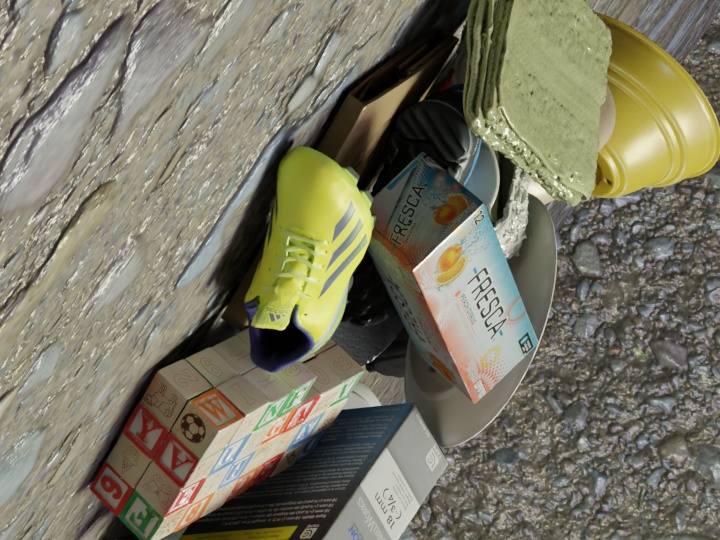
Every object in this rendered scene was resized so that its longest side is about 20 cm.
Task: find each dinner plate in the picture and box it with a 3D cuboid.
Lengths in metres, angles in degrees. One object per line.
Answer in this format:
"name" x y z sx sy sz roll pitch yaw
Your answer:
"dinner plate" 0.080 0.033 1.775 0.200 0.024 0.201 -46 -147 43

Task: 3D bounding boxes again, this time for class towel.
"towel" 0.122 -0.139 1.663 0.200 0.036 0.149 31 64 -57

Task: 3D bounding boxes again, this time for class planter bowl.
"planter bowl" 0.199 -0.122 2.033 0.084 0.200 0.201 -51 172 -24

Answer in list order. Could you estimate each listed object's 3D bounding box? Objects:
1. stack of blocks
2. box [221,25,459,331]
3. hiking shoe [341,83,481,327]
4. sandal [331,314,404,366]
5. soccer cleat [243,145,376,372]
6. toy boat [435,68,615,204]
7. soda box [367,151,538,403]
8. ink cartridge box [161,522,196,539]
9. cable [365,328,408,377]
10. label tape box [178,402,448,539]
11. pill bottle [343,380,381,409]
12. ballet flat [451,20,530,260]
"stack of blocks" -0.082 0.098 1.638 0.200 0.059 0.115 -25 152 -54
"box" -0.014 -0.064 1.638 0.200 0.021 0.163 -58 172 31
"hiking shoe" 0.038 -0.043 1.676 0.200 0.074 0.087 -59 171 34
"sandal" 0.016 -0.006 1.760 0.200 0.076 0.043 -52 -158 -7
"soccer cleat" -0.038 -0.002 1.524 0.084 0.065 0.200 -50 164 -29
"toy boat" 0.107 -0.115 1.904 0.130 0.131 0.200 -24 -167 35
"soda box" 0.060 0.008 1.613 0.068 0.064 0.200 -43 149 -10
"ink cartridge box" -0.097 0.236 1.838 0.047 0.201 0.160 -19 -176 17
"cable" 0.084 0.012 2.070 0.200 0.051 0.164 -16 -129 43
"label tape box" -0.047 0.184 1.728 0.144 0.063 0.200 -9 -150 38
"pill bottle" -0.033 0.133 1.949 0.110 0.109 0.200 -54 -176 -2
"ballet flat" 0.096 -0.103 1.715 0.072 0.071 0.201 90 1 -78
